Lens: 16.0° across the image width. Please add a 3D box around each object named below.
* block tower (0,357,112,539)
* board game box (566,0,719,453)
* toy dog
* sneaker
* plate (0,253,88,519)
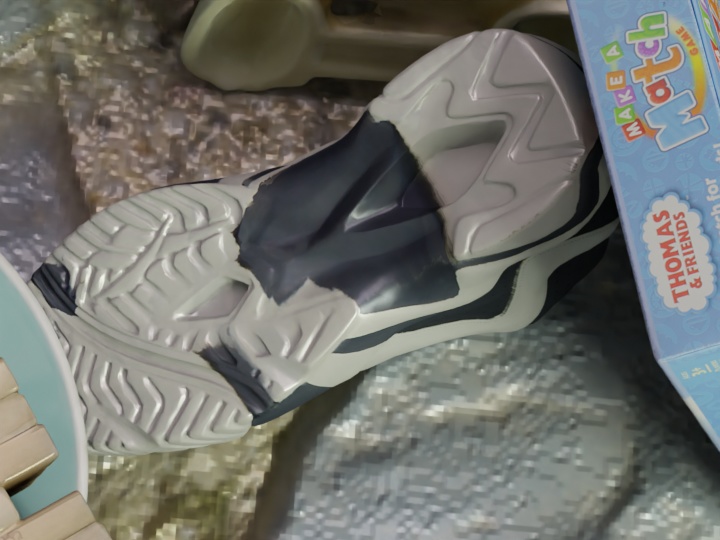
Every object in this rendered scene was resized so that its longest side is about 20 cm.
[{"bbox_3d":[-0.070,0.125,0.680,0.058,0.054,0.201,-28,86,-21],"label":"block tower"},{"bbox_3d":[0.104,-0.014,0.726,0.036,0.200,0.152,-17,64,12],"label":"board game box"},{"bbox_3d":[0.013,-0.172,0.798,0.139,0.194,0.201,1,69,5],"label":"toy dog"},{"bbox_3d":[0.000,0.000,0.773,0.199,0.129,0.080,-35,71,17],"label":"sneaker"},{"bbox_3d":[-0.177,0.061,0.729,0.199,0.026,0.201,2,69,-6],"label":"plate"}]
